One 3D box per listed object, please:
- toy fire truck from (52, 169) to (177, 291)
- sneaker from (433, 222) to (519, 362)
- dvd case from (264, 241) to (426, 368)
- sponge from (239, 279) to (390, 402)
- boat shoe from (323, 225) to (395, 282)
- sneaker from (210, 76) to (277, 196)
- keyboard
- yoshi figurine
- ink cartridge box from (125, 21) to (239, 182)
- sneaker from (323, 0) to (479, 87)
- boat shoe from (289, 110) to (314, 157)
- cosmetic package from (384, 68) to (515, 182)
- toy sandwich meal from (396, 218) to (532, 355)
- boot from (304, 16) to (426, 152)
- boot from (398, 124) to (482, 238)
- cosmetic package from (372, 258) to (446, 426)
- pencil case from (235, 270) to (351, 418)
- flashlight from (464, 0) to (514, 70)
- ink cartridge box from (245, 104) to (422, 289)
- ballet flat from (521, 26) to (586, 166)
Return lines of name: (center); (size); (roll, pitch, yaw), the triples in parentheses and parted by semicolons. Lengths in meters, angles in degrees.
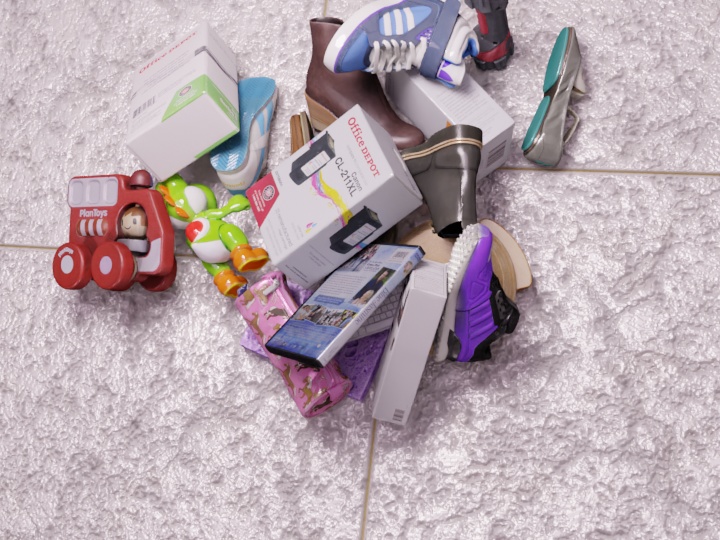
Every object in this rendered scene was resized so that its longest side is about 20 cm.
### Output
toy fire truck: (-0.344, -0.056, 1.507); (0.198, 0.112, 0.171); (0, 88, 35)
sneaker: (0.154, 0.033, 1.330); (0.098, 0.202, 0.070); (10, 35, -2)
dvd case: (-0.021, 0.038, 1.339); (0.200, 0.018, 0.142); (-47, 25, -20)
sponge: (-0.062, 0.091, 1.477); (0.198, 0.030, 0.113); (22, 80, 18)
boat shoe: (0.000, -0.001, 1.462); (0.071, 0.068, 0.202); (20, 72, 8)
sneaker: (-0.168, -0.202, 1.567); (0.075, 0.081, 0.202); (5, 56, 16)
keyboard: (0.056, 0.040, 1.398); (0.197, 0.011, 0.057); (-19, 83, 6)
yoshi figurine: (-0.211, -0.062, 1.524); (0.112, 0.112, 0.200); (-34, 71, -20)
ink cartridge box: (-0.254, -0.246, 1.532); (0.144, 0.084, 0.201); (-30, 38, 18)
sneaker: (0.066, -0.287, 1.400); (0.199, 0.081, 0.146); (-37, 69, -29)
boat shoe: (-0.091, -0.131, 1.526); (0.067, 0.072, 0.203); (-11, 72, 9)
cosmetic package: (0.120, -0.228, 1.481); (0.071, 0.102, 0.200); (-35, 68, -15)
toy sandwich meal: (0.127, 0.018, 1.438); (0.202, 0.070, 0.208); (-2, 84, 16)
boot: (0.006, -0.256, 1.493); (0.198, 0.168, 0.072); (20, 37, 23)
boot: (0.092, -0.094, 1.409); (0.076, 0.200, 0.140); (7, 72, -20)
cosmetic package: (0.061, 0.091, 1.359); (0.050, 0.083, 0.202); (14, 119, -2)
pencil case: (-0.089, 0.099, 1.420); (0.082, 0.087, 0.201); (-34, 72, 4)
flashlight: (0.170, -0.346, 1.457); (0.067, 0.200, 0.069); (-25, 68, 6)
ink cartridge box: (-0.037, -0.098, 1.404); (0.199, 0.083, 0.147); (-36, 50, 14)
ballet flat: (0.280, -0.239, 1.483); (0.063, 0.067, 0.202); (21, 80, -10)
